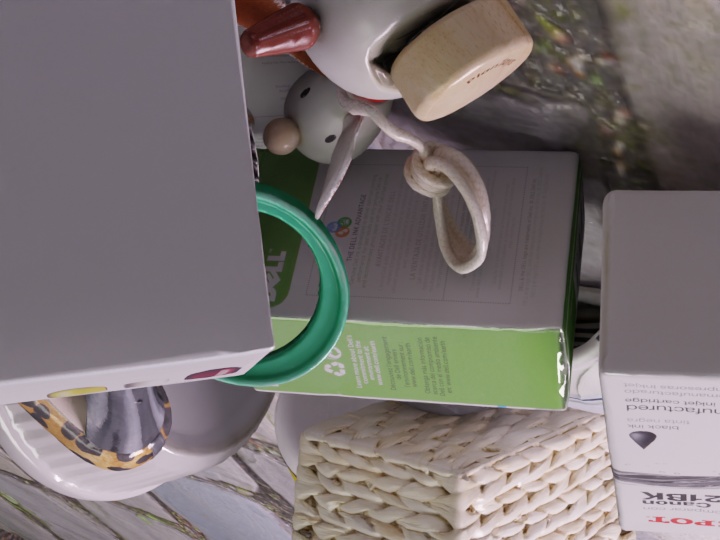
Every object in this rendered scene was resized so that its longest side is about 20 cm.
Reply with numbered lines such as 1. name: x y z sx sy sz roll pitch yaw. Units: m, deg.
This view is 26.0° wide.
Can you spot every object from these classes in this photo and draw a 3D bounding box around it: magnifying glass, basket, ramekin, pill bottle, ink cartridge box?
1. magnifying glass: -0.091 -0.027 0.615 0.199 0.080 0.022 37 -167 -9
2. basket: 0.064 0.140 0.919 0.135 0.125 0.199 9 -166 39
3. ramekin: -0.129 0.034 0.930 0.094 0.204 0.202 -7 143 38
4. pill bottle: 0.005 0.135 1.120 0.108 0.110 0.200 20 159 16
5. ink cartridge box: 0.000 0.000 0.712 0.198 0.105 0.060 2 140 12
6. ink cartridge box: 0.180 0.049 0.678 0.143 0.085 0.200 1 154 13

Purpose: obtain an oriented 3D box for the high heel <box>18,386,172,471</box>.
1. high heel: -0.174 0.018 0.736 0.199 0.072 0.143 36 157 13

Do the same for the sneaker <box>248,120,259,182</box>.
1. sneaker: -0.093 -0.088 0.659 0.090 0.069 0.202 -126 20 -69

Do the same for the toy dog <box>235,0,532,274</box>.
1. toy dog: -0.012 -0.075 0.593 0.132 0.096 0.201 56 159 27

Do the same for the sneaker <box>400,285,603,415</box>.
1. sneaker: 0.078 0.033 0.859 0.198 0.073 0.071 -3 137 38

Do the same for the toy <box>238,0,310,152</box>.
1. toy: -0.049 -0.070 0.767 0.114 0.048 0.201 3 144 24

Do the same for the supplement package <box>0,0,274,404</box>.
1. supplement package: -0.139 -0.033 0.527 0.198 0.158 0.111 -6 173 -10
